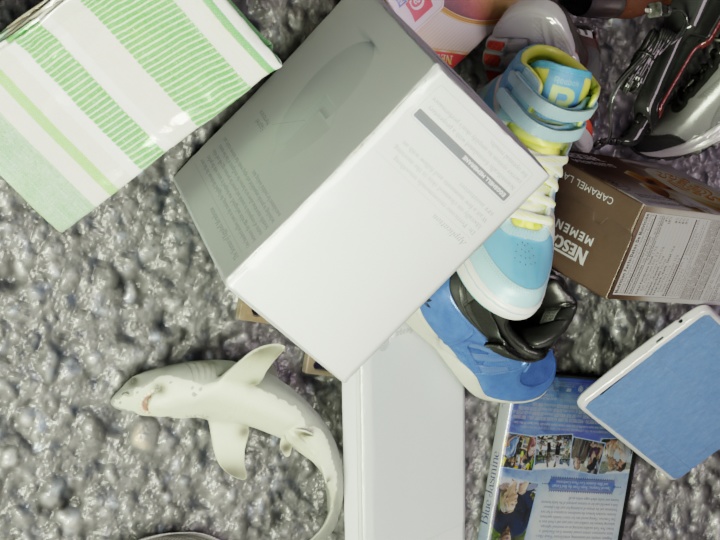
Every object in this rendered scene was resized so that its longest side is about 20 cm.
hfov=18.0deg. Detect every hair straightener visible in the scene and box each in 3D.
[{"bbox_3d":[0.233,-0.182,1.771,0.077,0.041,0.200,37,85,-43],"label":"hair straightener"}]

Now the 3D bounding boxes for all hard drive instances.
[{"bbox_3d":[0.034,0.128,1.728,0.132,0.026,0.200,-16,109,-51],"label":"hard drive"}]

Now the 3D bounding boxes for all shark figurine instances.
[{"bbox_3d":[-0.062,0.107,1.667,0.128,0.090,0.214,-41,115,19],"label":"shark figurine"}]

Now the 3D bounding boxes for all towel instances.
[{"bbox_3d":[-0.170,-0.127,1.518,0.200,0.023,0.153,-36,127,10],"label":"towel"}]

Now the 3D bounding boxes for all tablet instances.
[{"bbox_3d":[0.266,0.101,1.843,0.130,0.014,0.200,-38,144,11],"label":"tablet"}]

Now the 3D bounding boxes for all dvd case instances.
[{"bbox_3d":[0.162,0.182,1.856,0.143,0.018,0.200,6,95,-34],"label":"dvd case"}]

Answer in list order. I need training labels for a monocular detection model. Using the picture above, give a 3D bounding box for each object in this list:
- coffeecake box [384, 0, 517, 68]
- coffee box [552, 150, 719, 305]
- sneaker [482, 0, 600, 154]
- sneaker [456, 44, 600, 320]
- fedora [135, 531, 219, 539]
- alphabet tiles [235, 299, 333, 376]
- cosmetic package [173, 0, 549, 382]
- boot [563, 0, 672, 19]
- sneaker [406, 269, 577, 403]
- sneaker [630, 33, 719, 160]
[{"bbox_3d":[0.068,-0.262,1.676,0.200,0.073,0.154,-44,120,-18],"label":"coffeecake box"},{"bbox_3d":[0.214,-0.033,1.752,0.200,0.114,0.080,4,111,-51],"label":"coffee box"},{"bbox_3d":[0.145,-0.163,1.721,0.200,0.077,0.082,71,38,-63],"label":"sneaker"},{"bbox_3d":[0.119,-0.074,1.604,0.079,0.131,0.200,12,54,-22],"label":"sneaker"},{"bbox_3d":[-0.124,0.287,1.648,0.177,0.090,0.200,-41,118,-19],"label":"fedora"},{"bbox_3d":[0.000,0.000,1.724,0.200,0.008,0.167,9,95,-33],"label":"alphabet tiles"},{"bbox_3d":[-0.005,-0.063,1.555,0.200,0.199,0.123,-44,117,6],"label":"cosmetic package"},{"bbox_3d":[0.258,-0.291,1.796,0.200,0.068,0.188,-7,103,-32],"label":"boot"},{"bbox_3d":[0.122,0.049,1.712,0.200,0.111,0.077,42,60,-45],"label":"sneaker"},{"bbox_3d":[0.295,-0.157,1.806,0.200,0.074,0.079,-32,108,19],"label":"sneaker"}]
